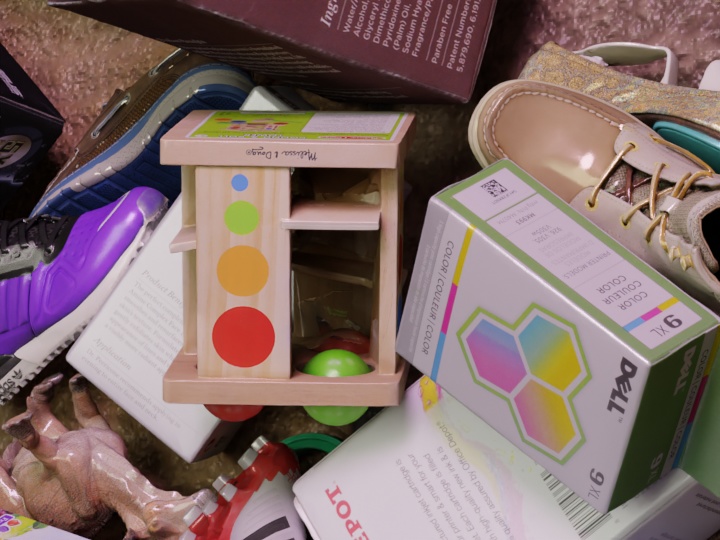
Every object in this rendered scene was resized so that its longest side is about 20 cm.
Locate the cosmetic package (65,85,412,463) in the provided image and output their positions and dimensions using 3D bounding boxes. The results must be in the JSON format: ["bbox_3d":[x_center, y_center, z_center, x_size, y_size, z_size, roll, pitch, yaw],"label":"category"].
[{"bbox_3d":[-0.070,0.002,1.589,0.102,0.074,0.200,39,101,9],"label":"cosmetic package"}]

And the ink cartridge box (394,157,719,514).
[{"bbox_3d":[0.113,0.046,1.342,0.200,0.059,0.104,38,137,27],"label":"ink cartridge box"}]

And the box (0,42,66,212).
[{"bbox_3d":[-0.306,-0.074,1.724,0.200,0.086,0.164,-51,56,13],"label":"box"}]

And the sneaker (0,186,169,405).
[{"bbox_3d":[-0.201,0.000,1.652,0.100,0.070,0.200,45,123,-6],"label":"sneaker"}]

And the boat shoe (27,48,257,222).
[{"bbox_3d":[-0.130,-0.072,1.673,0.200,0.072,0.073,-36,38,32],"label":"boat shoe"}]

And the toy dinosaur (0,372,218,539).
[{"bbox_3d":[-0.172,0.136,1.627,0.200,0.086,0.136,-10,105,57],"label":"toy dinosaur"}]

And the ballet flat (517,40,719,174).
[{"bbox_3d":[0.168,-0.086,1.473,0.200,0.071,0.071,15,87,36],"label":"ballet flat"}]

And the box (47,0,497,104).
[{"bbox_3d":[-0.038,-0.196,1.525,0.166,0.199,0.165,9,83,61],"label":"box"}]

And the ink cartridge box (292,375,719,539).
[{"bbox_3d":[0.085,0.117,1.458,0.200,0.086,0.148,-40,61,17],"label":"ink cartridge box"}]

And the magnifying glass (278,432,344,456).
[{"bbox_3d":[-0.075,0.153,1.606,0.200,0.022,0.080,-22,66,26],"label":"magnifying glass"}]

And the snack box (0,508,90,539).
[{"bbox_3d":[-0.167,0.247,1.567,0.142,0.053,0.201,13,119,35],"label":"snack box"}]

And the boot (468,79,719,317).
[{"bbox_3d":[0.150,-0.033,1.363,0.200,0.155,0.072,33,89,-4],"label":"boot"}]

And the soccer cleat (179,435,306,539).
[{"bbox_3d":[-0.054,0.163,1.499,0.085,0.200,0.069,40,112,-10],"label":"soccer cleat"}]

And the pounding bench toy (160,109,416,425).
[{"bbox_3d":[0.000,0.000,1.474,0.199,0.124,0.157,1,100,4],"label":"pounding bench toy"}]
